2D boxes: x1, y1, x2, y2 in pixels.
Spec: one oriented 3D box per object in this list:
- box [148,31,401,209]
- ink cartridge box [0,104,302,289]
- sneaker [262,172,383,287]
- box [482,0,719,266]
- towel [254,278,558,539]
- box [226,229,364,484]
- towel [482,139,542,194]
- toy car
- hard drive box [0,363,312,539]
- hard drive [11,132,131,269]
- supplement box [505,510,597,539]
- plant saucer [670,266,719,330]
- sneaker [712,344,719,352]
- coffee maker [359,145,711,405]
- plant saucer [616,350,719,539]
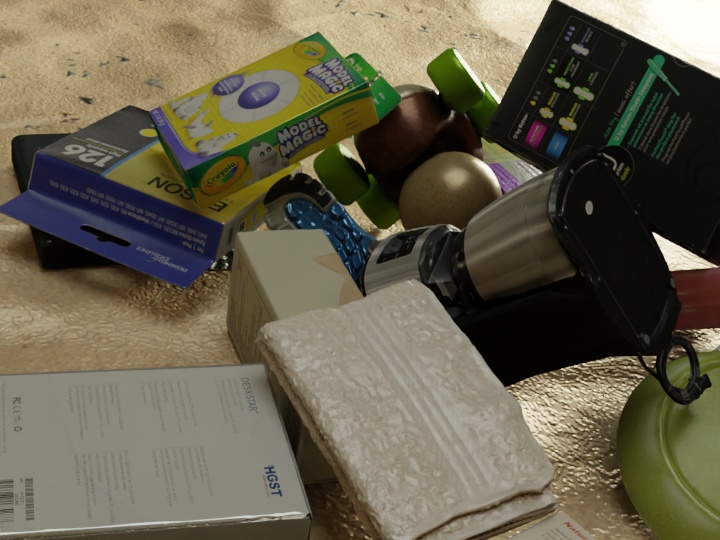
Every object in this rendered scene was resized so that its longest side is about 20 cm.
[{"bbox_3d":[-0.073,-0.138,1.069,0.198,0.049,0.118,-26,40,-11],"label":"box"},{"bbox_3d":[-0.182,-0.075,1.092,0.195,0.048,0.200,21,30,16],"label":"ink cartridge box"},{"bbox_3d":[0.000,0.000,1.064,0.201,0.075,0.087,52,4,28],"label":"sneaker"},{"bbox_3d":[0.224,-0.108,0.997,0.199,0.126,0.148,30,7,21],"label":"box"},{"bbox_3d":[0.029,0.090,0.792,0.131,0.035,0.201,-15,51,-28],"label":"towel"},{"bbox_3d":[-0.038,0.058,0.930,0.077,0.096,0.201,-3,34,-20],"label":"box"},{"bbox_3d":[0.176,-0.107,1.331,0.142,0.023,0.200,-8,36,-28],"label":"towel"},{"bbox_3d":[0.083,-0.060,1.106,0.201,0.164,0.157,60,16,26],"label":"toy car"},{"bbox_3d":[-0.144,0.137,0.784,0.197,0.078,0.156,-1,32,-16],"label":"hard drive box"},{"bbox_3d":[-0.240,-0.070,1.143,0.138,0.033,0.201,-4,33,-22],"label":"hard drive"},{"bbox_3d":[0.086,0.231,0.694,0.198,0.074,0.126,-17,39,-36],"label":"supplement box"},{"bbox_3d":[0.319,0.022,1.057,0.197,0.052,0.201,-5,-1,0],"label":"plant saucer"},{"bbox_3d":[0.352,0.096,0.997,0.197,0.078,0.091,-10,40,-25],"label":"sneaker"},{"bbox_3d":[0.119,0.035,0.914,0.199,0.195,0.134,-24,-7,41],"label":"coffee maker"},{"bbox_3d":[0.285,0.133,0.893,0.197,0.031,0.202,3,50,-3],"label":"plant saucer"}]
